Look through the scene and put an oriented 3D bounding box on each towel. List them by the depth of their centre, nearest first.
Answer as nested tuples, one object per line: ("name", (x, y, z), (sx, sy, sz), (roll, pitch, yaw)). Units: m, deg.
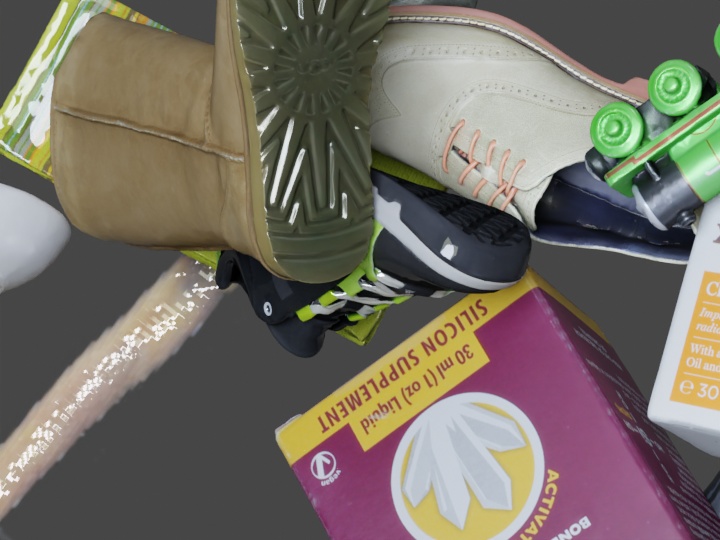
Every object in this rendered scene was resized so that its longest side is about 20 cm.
("towel", (-0.065, -0.049, 1.262), (0.199, 0.018, 0.086), (28, 94, 14))

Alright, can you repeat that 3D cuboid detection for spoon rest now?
("spoon rest", (-0.221, -0.013, 1.267), (0.199, 0.099, 0.061), (-11, 66, 26))

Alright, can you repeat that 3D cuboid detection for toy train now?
("toy train", (0.176, -0.085, 1.109), (0.200, 0.042, 0.057), (-37, 70, 15))

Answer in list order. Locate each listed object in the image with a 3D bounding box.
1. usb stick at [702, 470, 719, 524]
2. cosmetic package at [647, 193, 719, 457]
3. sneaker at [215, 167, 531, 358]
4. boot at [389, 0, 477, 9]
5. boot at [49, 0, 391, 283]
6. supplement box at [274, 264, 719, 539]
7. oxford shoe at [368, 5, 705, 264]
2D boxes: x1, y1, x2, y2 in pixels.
("usb stick", (0.211, 0.043, 1.178), (0.055, 0.033, 0.200), (37, 95, 15))
("cosmetic package", (0.196, -0.019, 1.141), (0.101, 0.071, 0.201), (10, 80, 33))
("sneaker", (0.000, 0.000, 1.164), (0.071, 0.200, 0.083), (16, 93, -30))
("boot", (-0.038, -0.152, 1.236), (0.199, 0.068, 0.131), (8, 89, 10))
("boot", (-0.067, -0.086, 1.151), (0.066, 0.200, 0.176), (0, 99, -30))
("supplement box", (0.075, 0.119, 1.145), (0.131, 0.103, 0.200), (-36, 62, 10))
("oxford shoe", (0.061, -0.056, 1.181), (0.199, 0.074, 0.071), (14, 126, 7))
